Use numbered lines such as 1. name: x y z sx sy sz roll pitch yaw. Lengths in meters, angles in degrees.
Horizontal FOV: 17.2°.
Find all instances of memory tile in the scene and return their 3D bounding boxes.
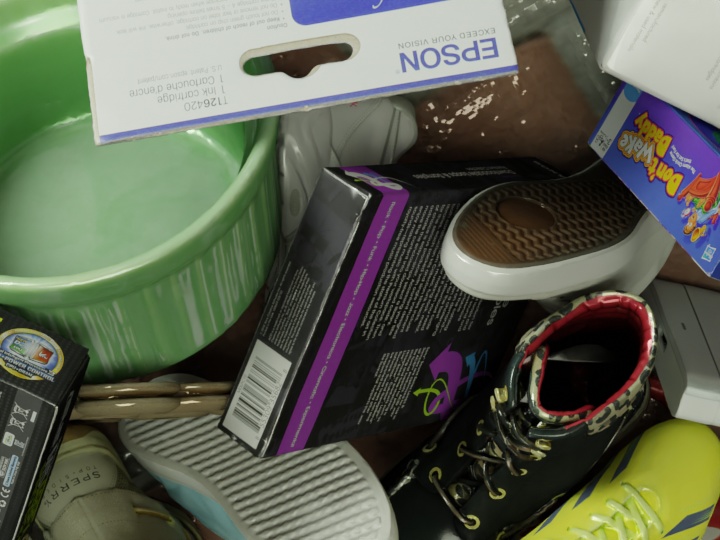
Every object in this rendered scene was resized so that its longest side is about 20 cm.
1. memory tile: -0.146 0.068 1.191 0.199 0.153 0.017 -5 85 31

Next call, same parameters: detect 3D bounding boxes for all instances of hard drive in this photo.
1. hard drive: 0.250 0.059 1.239 0.199 0.132 0.027 13 112 -8

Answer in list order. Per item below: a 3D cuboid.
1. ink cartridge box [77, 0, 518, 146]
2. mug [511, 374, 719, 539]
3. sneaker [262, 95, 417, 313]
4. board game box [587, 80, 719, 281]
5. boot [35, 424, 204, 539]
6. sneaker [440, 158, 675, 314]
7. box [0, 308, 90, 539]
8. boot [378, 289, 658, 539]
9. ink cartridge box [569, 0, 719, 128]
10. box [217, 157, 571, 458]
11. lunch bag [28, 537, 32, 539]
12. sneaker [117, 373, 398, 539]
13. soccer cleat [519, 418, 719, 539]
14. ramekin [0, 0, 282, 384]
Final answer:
1. ink cartridge box: -0.038 -0.158 1.119 0.197 0.047 0.201 -9 72 0
2. mug: 0.119 0.163 1.303 0.199 0.178 0.134 -9 150 6
3. sneaker: 0.000 0.000 1.236 0.099 0.078 0.201 -3 116 -8
4. board game box: 0.225 -0.021 1.172 0.200 0.135 0.045 19 112 -31
5. boot: -0.101 0.184 1.233 0.072 0.155 0.200 -32 145 -3
6. sneaker: 0.104 0.000 1.186 0.073 0.200 0.085 32 119 28
7. box: -0.226 0.085 1.105 0.160 0.044 0.200 24 128 2
8. boot: 0.066 0.090 1.189 0.203 0.154 0.074 -38 77 -9
9. ink cartridge box: 0.211 -0.102 1.179 0.200 0.115 0.068 25 110 -13
10. box: 0.023 0.014 1.189 0.036 0.200 0.143 33 111 29
11. lunch bag: -0.259 0.170 1.259 0.200 0.083 0.161 -16 115 33
12. sneaker: -0.040 0.116 1.236 0.074 0.200 0.082 -49 134 -10
13. soccer cleat: 0.107 0.148 1.194 0.200 0.084 0.065 -42 68 -4
14. ramekin: -0.131 -0.042 1.144 0.199 0.200 0.098 -9 142 1
